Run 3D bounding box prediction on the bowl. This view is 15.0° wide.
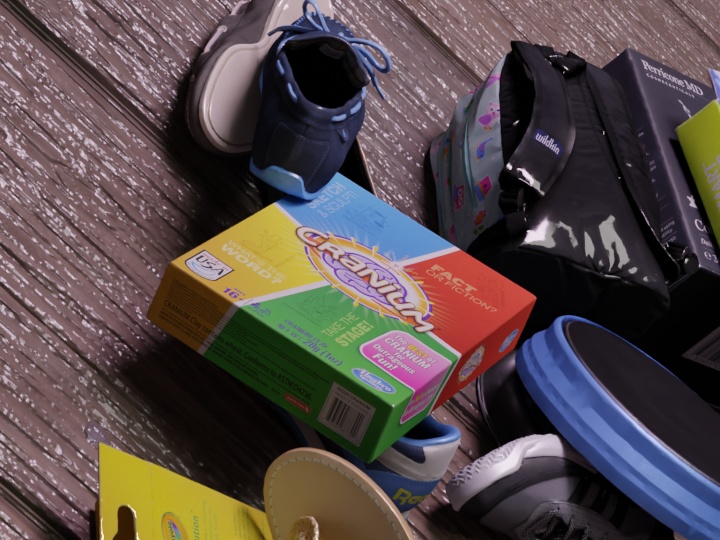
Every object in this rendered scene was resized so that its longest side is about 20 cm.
[{"bbox_3d":[0.188,0.103,1.743,0.200,0.039,0.201,37,15,-11],"label":"bowl"}]

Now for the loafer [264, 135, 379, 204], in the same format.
[{"bbox_3d":[0.000,0.000,1.700,0.072,0.063,0.201,4,56,-50],"label":"loafer"}]

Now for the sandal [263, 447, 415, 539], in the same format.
[{"bbox_3d":[-0.001,0.190,1.405,0.070,0.077,0.213,-13,74,-62],"label":"sandal"}]

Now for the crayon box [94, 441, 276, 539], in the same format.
[{"bbox_3d":[-0.072,0.183,1.442,0.199,0.051,0.127,29,39,-34],"label":"crayon box"}]

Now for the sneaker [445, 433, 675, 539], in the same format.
[{"bbox_3d":[0.140,0.170,1.695,0.199,0.075,0.114,14,45,-48],"label":"sneaker"}]

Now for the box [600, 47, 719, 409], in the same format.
[{"bbox_3d":[0.239,-0.023,1.971,0.199,0.124,0.197,20,42,-40],"label":"box"}]

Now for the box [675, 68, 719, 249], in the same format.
[{"bbox_3d":[0.289,-0.033,1.883,0.122,0.048,0.201,14,50,-44],"label":"box"}]

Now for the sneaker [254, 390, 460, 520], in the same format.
[{"bbox_3d":[-0.016,0.054,1.610,0.200,0.082,0.074,51,33,5],"label":"sneaker"}]

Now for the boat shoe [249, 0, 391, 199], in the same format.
[{"bbox_3d":[-0.018,-0.112,1.661,0.084,0.069,0.200,20,29,-12],"label":"boat shoe"}]

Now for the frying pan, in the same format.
[{"bbox_3d":[0.152,0.106,1.824,0.189,0.031,0.115,18,46,-38],"label":"frying pan"}]

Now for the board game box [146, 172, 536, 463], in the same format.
[{"bbox_3d":[-0.007,0.021,1.557,0.153,0.040,0.200,32,28,14],"label":"board game box"}]

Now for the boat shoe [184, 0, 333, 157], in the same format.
[{"bbox_3d":[-0.073,-0.125,1.752,0.067,0.057,0.200,55,35,-19],"label":"boat shoe"}]

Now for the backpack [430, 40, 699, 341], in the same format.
[{"bbox_3d":[0.122,-0.055,1.846,0.166,0.126,0.201,23,43,-33],"label":"backpack"}]
